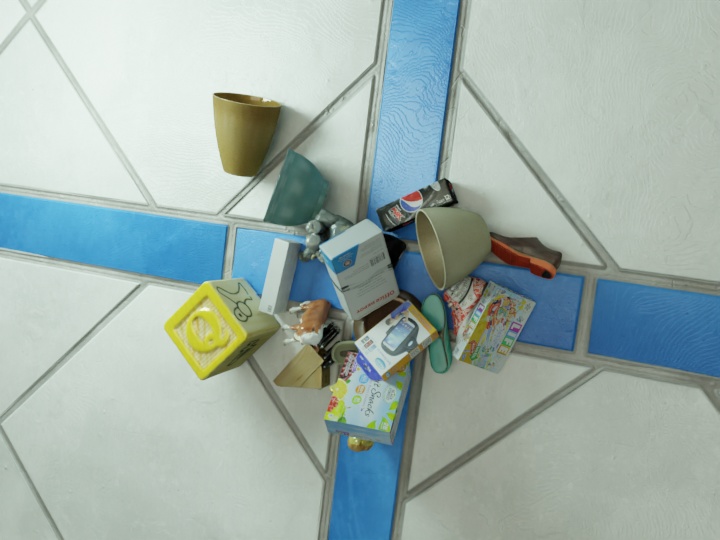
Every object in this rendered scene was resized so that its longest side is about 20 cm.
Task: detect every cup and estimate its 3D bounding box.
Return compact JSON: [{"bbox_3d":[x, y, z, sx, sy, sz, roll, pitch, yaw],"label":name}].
[{"bbox_3d":[0.233,-0.068,1.550,0.141,0.200,0.203,-15,86,-8],"label":"cup"}]

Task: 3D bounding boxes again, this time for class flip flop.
[{"bbox_3d":[0.022,0.210,1.663,0.196,0.058,0.083,-4,88,-6],"label":"flip flop"}]

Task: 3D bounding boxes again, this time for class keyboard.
[{"bbox_3d":[0.032,-0.010,1.696,0.103,0.040,0.202,29,100,-8],"label":"keyboard"}]

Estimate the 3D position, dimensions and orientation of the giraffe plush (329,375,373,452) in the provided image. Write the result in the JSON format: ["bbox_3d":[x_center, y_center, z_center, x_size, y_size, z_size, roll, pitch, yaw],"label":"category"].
[{"bbox_3d":[0.001,0.343,1.654,0.161,0.172,0.202,33,93,23],"label":"giraffe plush"}]

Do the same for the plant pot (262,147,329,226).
[{"bbox_3d":[-0.162,-0.201,1.682,0.132,0.200,0.203,21,99,-10],"label":"plant pot"}]

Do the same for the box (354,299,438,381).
[{"bbox_3d":[0.079,0.177,1.566,0.199,0.042,0.119,-37,55,-9],"label":"box"}]

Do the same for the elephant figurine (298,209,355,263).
[{"bbox_3d":[-0.077,-0.071,1.676,0.154,0.200,0.142,34,77,10],"label":"elephant figurine"}]

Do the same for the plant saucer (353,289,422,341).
[{"bbox_3d":[0.078,0.139,1.635,0.197,0.037,0.204,-1,73,5],"label":"plant saucer"}]

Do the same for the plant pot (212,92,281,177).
[{"bbox_3d":[-0.319,-0.365,1.737,0.184,0.186,0.203,18,111,18],"label":"plant pot"}]

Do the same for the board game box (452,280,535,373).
[{"bbox_3d":[0.324,0.140,1.548,0.133,0.034,0.202,20,101,-28],"label":"board game box"}]

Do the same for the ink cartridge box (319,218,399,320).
[{"bbox_3d":[0.000,0.000,1.581,0.145,0.202,0.086,-29,39,-14],"label":"ink cartridge box"}]

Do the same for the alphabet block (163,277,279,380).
[{"bbox_3d":[-0.375,0.153,1.747,0.196,0.200,0.196,-44,78,15],"label":"alphabet block"}]

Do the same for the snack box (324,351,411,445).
[{"bbox_3d":[0.022,0.307,1.555,0.166,0.068,0.202,8,49,17],"label":"snack box"}]

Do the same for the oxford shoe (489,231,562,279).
[{"bbox_3d":[0.392,-0.052,1.555,0.198,0.071,0.073,29,72,19],"label":"oxford shoe"}]

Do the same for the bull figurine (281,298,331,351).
[{"bbox_3d":[-0.140,0.145,1.679,0.120,0.201,0.066,-6,119,19],"label":"bull figurine"}]

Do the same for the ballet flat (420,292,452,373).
[{"bbox_3d":[0.194,0.159,1.618,0.066,0.070,0.204,-8,86,18],"label":"ballet flat"}]

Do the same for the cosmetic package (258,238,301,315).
[{"bbox_3d":[-0.221,0.016,1.752,0.050,0.082,0.203,16,96,20],"label":"cosmetic package"}]

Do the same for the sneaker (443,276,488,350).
[{"bbox_3d":[0.249,0.110,1.600,0.107,0.067,0.204,23,96,18],"label":"sneaker"}]

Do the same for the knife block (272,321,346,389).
[{"bbox_3d":[-0.137,0.229,1.739,0.197,0.064,0.179,0,91,19],"label":"knife block"}]

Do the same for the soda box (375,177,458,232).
[{"bbox_3d":[0.144,-0.164,1.625,0.198,0.071,0.064,-23,83,18],"label":"soda box"}]
